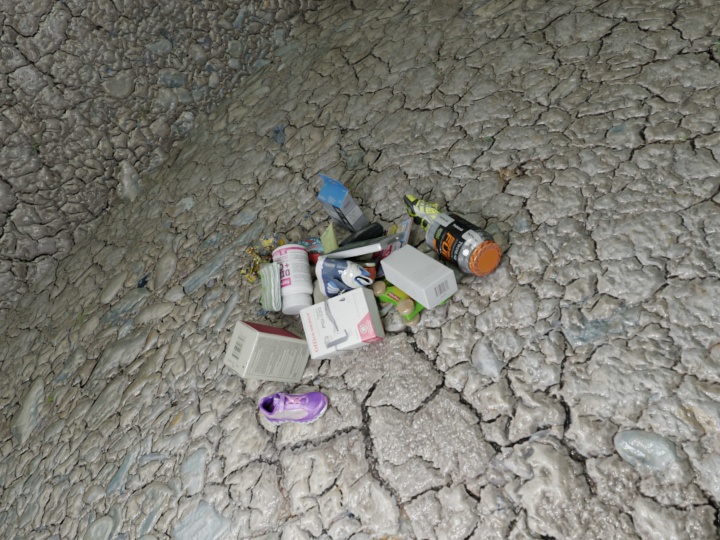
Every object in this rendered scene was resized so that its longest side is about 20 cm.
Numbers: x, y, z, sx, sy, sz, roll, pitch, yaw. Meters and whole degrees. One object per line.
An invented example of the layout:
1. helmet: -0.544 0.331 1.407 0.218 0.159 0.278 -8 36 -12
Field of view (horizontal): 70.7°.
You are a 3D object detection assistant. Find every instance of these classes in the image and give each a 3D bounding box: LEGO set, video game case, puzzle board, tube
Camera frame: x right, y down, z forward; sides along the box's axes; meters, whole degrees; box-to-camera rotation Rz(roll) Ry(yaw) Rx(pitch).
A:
1. LEGO set: -0.349 -0.051 1.796 0.199 0.116 0.154 -4 50 32
2. video game case: 0.004 -0.068 1.473 0.199 0.023 0.182 -12 8 27
3. puzzle board: 0.086 -0.066 1.552 0.151 0.017 0.200 -24 39 43
4. tube: -0.085 -0.054 1.589 0.058 0.052 0.200 -23 55 4

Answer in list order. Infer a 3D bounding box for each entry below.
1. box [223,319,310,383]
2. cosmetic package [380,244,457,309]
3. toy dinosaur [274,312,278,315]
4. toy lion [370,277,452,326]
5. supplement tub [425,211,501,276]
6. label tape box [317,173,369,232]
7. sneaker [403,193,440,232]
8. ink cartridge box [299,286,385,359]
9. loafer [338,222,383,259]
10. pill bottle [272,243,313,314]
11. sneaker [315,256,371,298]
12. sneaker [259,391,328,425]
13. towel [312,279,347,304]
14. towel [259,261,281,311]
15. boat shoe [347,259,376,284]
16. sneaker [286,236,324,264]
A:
1. box: -0.250 0.223 1.390 0.109 0.200 0.128 19 89 44
2. cosmetic package: 0.153 0.013 1.352 0.102 0.074 0.200 -31 35 -16
3. toy dinosaur: -0.255 0.048 1.673 0.102 0.077 0.200 -19 38 39
4. toy lion: 0.154 0.049 1.407 0.192 0.069 0.200 -41 40 -15
5. supplement tub: 0.279 -0.071 1.379 0.122 0.123 0.200 -42 41 -6
6. label tape box: -0.073 -0.221 1.701 0.066 0.200 0.143 -49 42 -11
7. sneaker: 0.203 -0.179 1.579 0.076 0.075 0.200 -33 51 -7
8. ink cartridge box: -0.051 0.146 1.393 0.200 0.085 0.146 -22 74 19
9. loafer: -0.015 -0.096 1.633 0.200 0.073 0.072 -34 34 13
10. pill bottle: -0.210 0.029 1.590 0.113 0.113 0.201 -19 68 19
11. sneaker: -0.037 0.036 1.429 0.146 0.200 0.081 15 64 17
12. sneaker: -0.183 0.353 1.331 0.200 0.089 0.081 -15 44 21
13. towel: -0.078 0.078 1.556 0.132 0.035 0.200 -26 41 10
14. towel: -0.288 0.055 1.593 0.200 0.031 0.150 169 99 -67
15. boat shoe: 0.000 0.000 1.521 0.071 0.063 0.200 -4 7 -17
16. sneaker: -0.168 -0.071 1.739 0.199 0.079 0.096 8 43 32
